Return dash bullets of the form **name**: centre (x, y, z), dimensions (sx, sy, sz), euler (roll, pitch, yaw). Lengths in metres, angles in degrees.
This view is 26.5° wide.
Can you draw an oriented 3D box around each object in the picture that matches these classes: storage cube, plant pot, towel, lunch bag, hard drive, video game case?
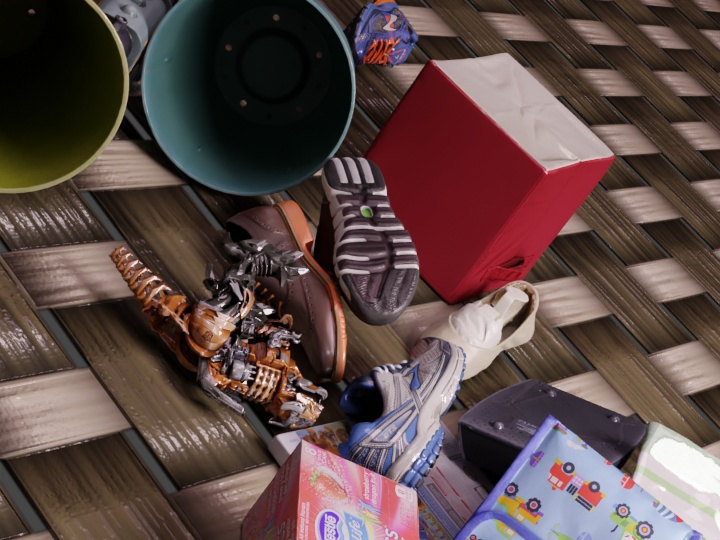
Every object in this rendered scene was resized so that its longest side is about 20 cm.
- **storage cube**: centre (0.125, -0.099, 1.592), dimensions (0.200, 0.180, 0.171), euler (46, 30, 19)
- **plant pot**: centre (-0.095, -0.187, 1.478), dimensions (0.200, 0.201, 0.161), euler (34, 16, -3)
- **towel**: centre (0.280, 0.245, 1.279), dimensions (0.152, 0.023, 0.201), euler (30, 58, -9)
- **plant pot**: centre (-0.301, -0.191, 1.296), dimensions (0.186, 0.188, 0.200), euler (21, 19, -25)
- **lunch bag**: centre (0.138, 0.241, 1.171), dimensions (0.150, 0.094, 0.200), euler (37, 62, 9)
- **hard drive**: centre (0.171, 0.150, 1.360), dimensions (0.134, 0.043, 0.200), euler (21, 15, 21)
- **video game case**: centre (0.032, 0.177, 1.252), dimensions (0.199, 0.018, 0.143), euler (-5, 50, -51)

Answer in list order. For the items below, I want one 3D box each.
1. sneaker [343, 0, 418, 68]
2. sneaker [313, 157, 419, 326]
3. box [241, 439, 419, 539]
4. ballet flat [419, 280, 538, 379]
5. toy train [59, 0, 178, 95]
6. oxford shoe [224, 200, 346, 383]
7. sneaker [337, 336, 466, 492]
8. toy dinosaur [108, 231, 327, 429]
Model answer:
- **sneaker**: centre (0.024, -0.283, 1.867), dimensions (0.078, 0.075, 0.200), euler (39, 30, 0)
- **sneaker**: centre (0.000, 0.000, 1.384), dimensions (0.075, 0.116, 0.201), euler (3, 44, -13)
- **box**: centre (-0.024, 0.226, 1.038), dimensions (0.102, 0.095, 0.200), euler (26, 30, -17)
- **ballet flat**: centre (0.120, 0.052, 1.482), dimensions (0.069, 0.070, 0.200), euler (43, 30, 13)
- **toy train**: centre (-0.232, -0.219, 1.449), dimensions (0.085, 0.114, 0.200), euler (31, 29, -7)
- **oxford shoe**: centre (-0.066, 0.023, 1.343), dimensions (0.072, 0.072, 0.200), euler (-8, 46, -20)
- **sneaker**: centre (0.031, 0.104, 1.265), dimensions (0.085, 0.077, 0.200), euler (29, 29, -4)
- **toy dinosaur**: centre (-0.107, 0.042, 1.232), dimensions (0.200, 0.102, 0.136), euler (50, 42, -19)
